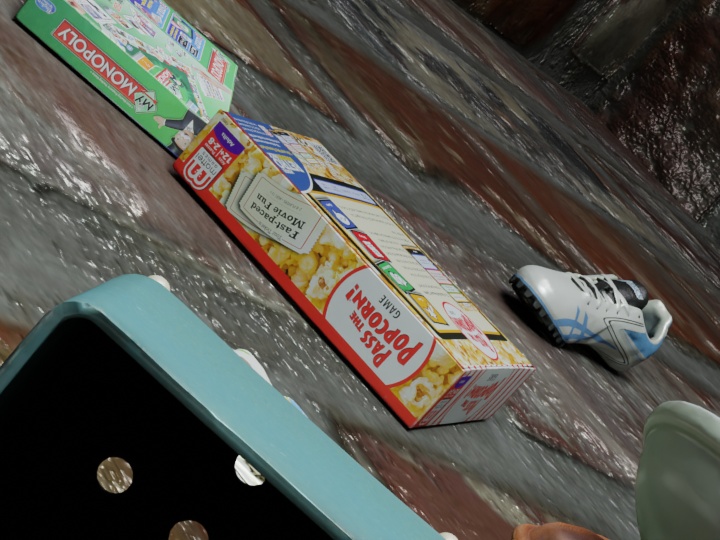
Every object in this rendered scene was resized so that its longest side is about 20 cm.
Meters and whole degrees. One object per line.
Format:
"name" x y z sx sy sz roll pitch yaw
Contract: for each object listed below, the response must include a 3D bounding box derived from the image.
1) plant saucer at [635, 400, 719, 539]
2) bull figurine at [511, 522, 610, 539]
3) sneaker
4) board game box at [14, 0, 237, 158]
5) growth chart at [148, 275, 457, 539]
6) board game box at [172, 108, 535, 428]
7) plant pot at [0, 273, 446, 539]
"plant saucer" 0.160 0.148 0.775 0.201 0.050 0.200 56 -10 15
"bull figurine" 0.138 0.174 0.905 0.199 0.065 0.122 24 29 -45
"sneaker" 0.182 0.026 1.541 0.199 0.073 0.072 24 24 -54
"board game box" -0.136 -0.137 1.177 0.134 0.029 0.200 41 12 -12
"growth chart" -0.032 0.076 0.816 0.200 0.018 0.145 43 11 -7
"board game box" 0.000 0.000 1.103 0.200 0.046 0.151 47 12 16
"plant pot" -0.048 0.089 0.454 0.141 0.141 0.200 41 5 -7
